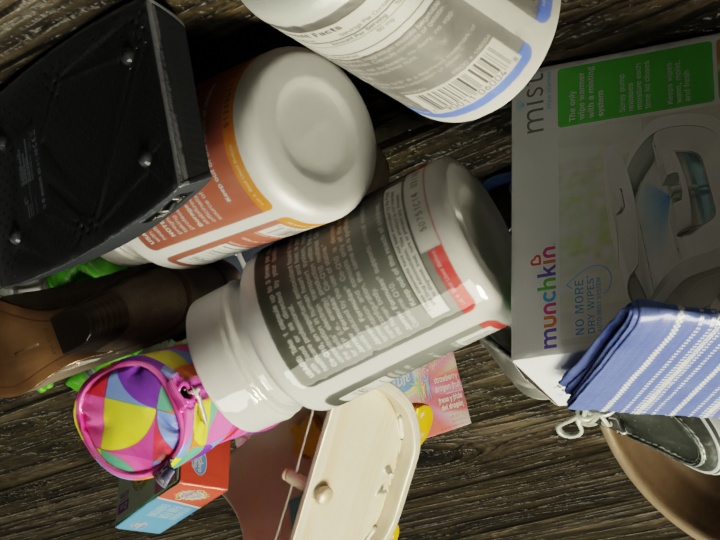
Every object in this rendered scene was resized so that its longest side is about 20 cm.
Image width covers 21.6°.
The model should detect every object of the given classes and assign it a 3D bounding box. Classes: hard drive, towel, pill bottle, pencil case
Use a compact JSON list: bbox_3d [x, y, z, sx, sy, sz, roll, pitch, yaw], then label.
[{"bbox_3d":[-0.167,-0.075,1.175,0.042,0.135,0.200,1,162,-42],"label":"hard drive"},{"bbox_3d":[0.227,0.052,1.083,0.199,0.024,0.145,4,155,-10],"label":"towel"},{"bbox_3d":[-0.095,-0.064,1.211,0.112,0.112,0.200,21,154,-40],"label":"pill bottle"},{"bbox_3d":[0.004,-0.162,0.968,0.114,0.114,0.200,-16,152,36],"label":"pill bottle"},{"bbox_3d":[-0.005,0.019,1.204,0.200,0.114,0.114,-26,149,19],"label":"pill bottle"},{"bbox_3d":[-0.113,0.087,1.271,0.088,0.089,0.200,-7,-176,19],"label":"pencil case"}]

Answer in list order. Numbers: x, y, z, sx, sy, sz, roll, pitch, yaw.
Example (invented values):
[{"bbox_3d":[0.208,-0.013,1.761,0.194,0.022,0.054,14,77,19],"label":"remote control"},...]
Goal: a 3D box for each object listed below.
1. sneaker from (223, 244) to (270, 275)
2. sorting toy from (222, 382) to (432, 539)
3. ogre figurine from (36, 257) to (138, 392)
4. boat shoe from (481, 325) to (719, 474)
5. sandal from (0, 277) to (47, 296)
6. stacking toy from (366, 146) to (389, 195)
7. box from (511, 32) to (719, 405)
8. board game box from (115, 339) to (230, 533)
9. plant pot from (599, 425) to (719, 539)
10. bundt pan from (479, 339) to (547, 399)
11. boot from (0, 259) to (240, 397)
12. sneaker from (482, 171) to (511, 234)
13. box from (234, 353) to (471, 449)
[{"bbox_3d":[-0.076,0.001,1.430,0.108,0.070,0.200,0,157,5],"label":"sneaker"},{"bbox_3d":[-0.052,0.126,1.419,0.107,0.200,0.180,-3,-154,-46],"label":"sorting toy"},{"bbox_3d":[-0.231,0.013,1.434,0.120,0.200,0.098,-25,-168,29],"label":"ogre figurine"},{"bbox_3d":[0.157,0.074,1.230,0.068,0.199,0.074,-33,153,-32],"label":"boat shoe"},{"bbox_3d":[-0.262,-0.018,1.351,0.082,0.050,0.203,6,126,-6],"label":"sandal"},{"bbox_3d":[0.000,0.000,1.327,0.085,0.086,0.200,-5,138,15],"label":"stacking toy"},{"bbox_3d":[0.188,-0.031,1.165,0.176,0.200,0.097,-7,156,23],"label":"box"},{"bbox_3d":[-0.144,0.092,1.483,0.040,0.200,0.153,11,156,-23],"label":"board game box"},{"bbox_3d":[0.283,0.069,1.285,0.175,0.200,0.200,-35,178,-33],"label":"plant pot"},{"bbox_3d":[0.180,0.027,1.369,0.201,0.076,0.202,-19,150,-11],"label":"bundt pan"},{"bbox_3d":[-0.185,0.036,1.331,0.200,0.070,0.146,-10,-176,40],"label":"boot"},{"bbox_3d":[0.092,-0.013,1.373,0.070,0.078,0.200,18,153,-34],"label":"sneaker"},{"bbox_3d":[-0.009,0.108,1.561,0.102,0.095,0.200,-16,177,36],"label":"box"}]
